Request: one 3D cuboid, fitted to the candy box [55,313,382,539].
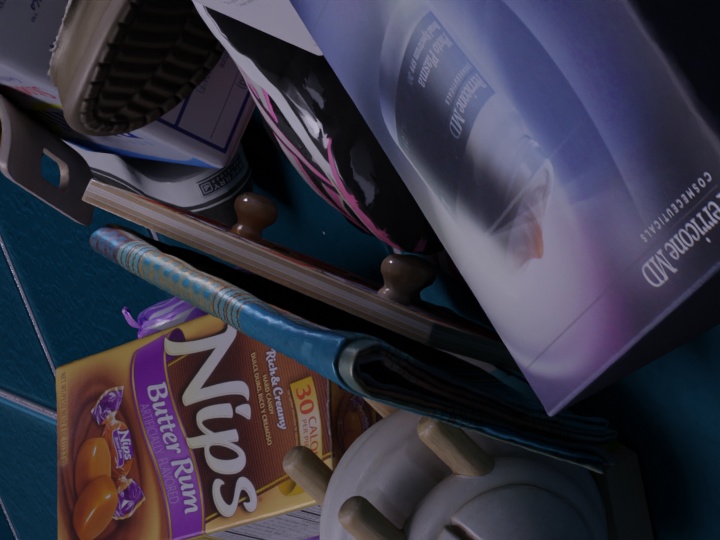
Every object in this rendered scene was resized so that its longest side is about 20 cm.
[{"bbox_3d":[-0.073,0.086,1.216,0.199,0.056,0.118,-19,65,35],"label":"candy box"}]

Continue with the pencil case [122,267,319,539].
[{"bbox_3d":[-0.056,0.097,1.322,0.084,0.085,0.201,-139,26,-87],"label":"pencil case"}]

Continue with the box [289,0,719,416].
[{"bbox_3d":[0.086,-0.085,0.780,0.199,0.123,0.200,57,157,10],"label":"box"}]

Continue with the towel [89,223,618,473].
[{"bbox_3d":[-0.006,0.026,0.950,0.200,0.146,0.022,25,94,52],"label":"towel"}]

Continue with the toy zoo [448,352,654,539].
[{"bbox_3d":[0.075,0.108,1.136,0.200,0.020,0.132,30,140,53],"label":"toy zoo"}]

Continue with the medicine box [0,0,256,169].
[{"bbox_3d":[-0.163,-0.137,1.152,0.199,0.104,0.182,26,173,-27],"label":"medicine box"}]

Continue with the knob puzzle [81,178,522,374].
[{"bbox_3d":[0.000,0.000,1.039,0.219,0.219,0.031,23,92,57],"label":"knob puzzle"}]

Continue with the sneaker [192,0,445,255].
[{"bbox_3d":[-0.028,-0.091,0.994,0.201,0.080,0.086,63,161,-4],"label":"sneaker"}]

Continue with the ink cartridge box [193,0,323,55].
[{"bbox_3d":[-0.073,-0.176,0.895,0.199,0.117,0.067,22,169,-20],"label":"ink cartridge box"}]

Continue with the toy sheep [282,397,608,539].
[{"bbox_3d":[0.044,0.115,1.019,0.200,0.137,0.139,-137,26,-71],"label":"toy sheep"}]

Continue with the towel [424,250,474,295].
[{"bbox_3d":[0.029,-0.066,1.045,0.200,0.030,0.147,40,150,45],"label":"towel"}]

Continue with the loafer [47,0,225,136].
[{"bbox_3d":[-0.085,-0.154,1.043,0.067,0.076,0.201,39,108,36],"label":"loafer"}]

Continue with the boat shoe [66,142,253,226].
[{"bbox_3d":[-0.117,-0.058,1.304,0.200,0.070,0.064,36,153,55],"label":"boat shoe"}]

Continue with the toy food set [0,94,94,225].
[{"bbox_3d":[-0.240,-0.075,1.196,0.199,0.061,0.144,22,175,13],"label":"toy food set"}]
